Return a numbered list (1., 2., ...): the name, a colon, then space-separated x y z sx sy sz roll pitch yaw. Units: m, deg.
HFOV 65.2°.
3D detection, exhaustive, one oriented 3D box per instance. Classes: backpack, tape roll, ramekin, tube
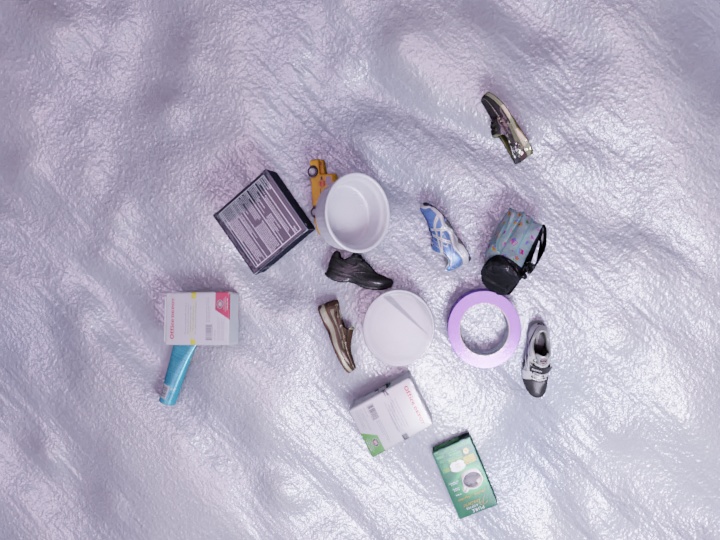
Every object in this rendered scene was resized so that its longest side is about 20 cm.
1. backpack: 0.392 -0.056 1.446 0.125 0.167 0.203 32 69 0
2. tape roll: 0.332 0.155 1.522 0.192 0.066 0.208 1 93 9
3. ramekin: -0.027 -0.150 1.497 0.195 0.097 0.209 -1 91 -30
4. tube: -0.544 0.293 1.666 0.075 0.050 0.207 17 90 4
5. ramekin: 0.107 0.150 1.538 0.195 0.094 0.211 1 94 9

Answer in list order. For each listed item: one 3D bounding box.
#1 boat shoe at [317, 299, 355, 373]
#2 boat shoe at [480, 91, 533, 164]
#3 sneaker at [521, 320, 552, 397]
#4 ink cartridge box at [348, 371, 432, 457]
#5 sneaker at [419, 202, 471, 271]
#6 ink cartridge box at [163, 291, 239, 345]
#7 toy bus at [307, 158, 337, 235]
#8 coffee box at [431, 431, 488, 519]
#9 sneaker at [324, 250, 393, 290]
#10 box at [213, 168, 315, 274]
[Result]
1. boat shoe: -0.049 0.180 1.574 0.073 0.075 0.208 -24 90 3
2. boat shoe: 0.374 -0.372 1.479 0.065 0.072 0.203 -38 92 3
3. sneaker: 0.471 0.244 1.497 0.071 0.088 0.208 -2 95 6
4. ink cartridge box: 0.087 0.396 1.561 0.196 0.084 0.149 -28 90 8
5. sneaker: 0.216 -0.092 1.516 0.076 0.076 0.203 -34 87 4
6. ink cartridge box: -0.454 0.137 1.615 0.192 0.083 0.151 0 86 8
7. toy bus: -0.099 -0.202 1.559 0.075 0.065 0.208 -4 93 8
8. coffee box: 0.289 0.570 1.564 0.120 0.044 0.205 -25 90 9
9. sneaker: 0.000 0.000 1.557 0.193 0.076 0.094 15 88 4
10. box: -0.261 -0.134 1.557 0.196 0.123 0.203 -36 90 10
